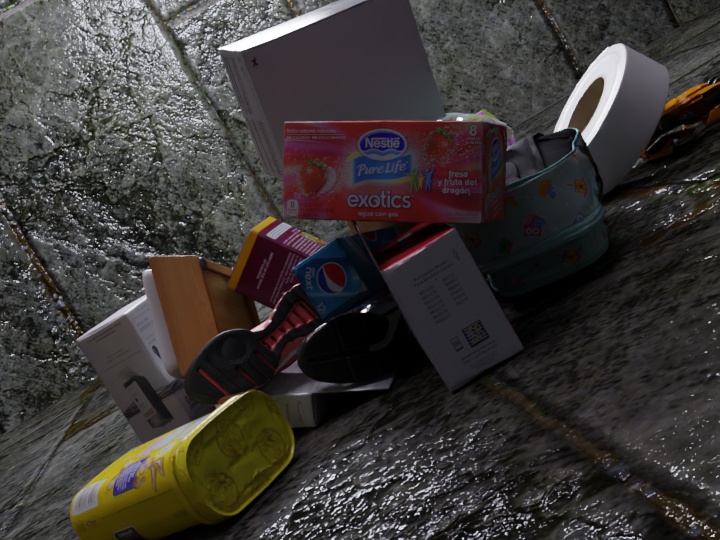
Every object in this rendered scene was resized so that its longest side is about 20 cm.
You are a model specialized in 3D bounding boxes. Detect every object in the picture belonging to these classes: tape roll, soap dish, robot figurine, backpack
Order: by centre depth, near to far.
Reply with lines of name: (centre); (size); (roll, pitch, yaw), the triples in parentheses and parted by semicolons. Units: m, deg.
backpack: (0.178, -0.060, 1.214); (0.175, 0.154, 0.200); (-22, 2, 15)
soap dish: (-0.191, 0.065, 1.446); (0.081, 0.158, 0.200); (-21, -14, 12)
tape roll: (0.334, -0.205, 1.537); (0.203, 0.071, 0.203); (-62, 9, 18)
robot figurine: (0.450, -0.212, 1.557); (0.200, 0.058, 0.145); (-29, 7, 5)

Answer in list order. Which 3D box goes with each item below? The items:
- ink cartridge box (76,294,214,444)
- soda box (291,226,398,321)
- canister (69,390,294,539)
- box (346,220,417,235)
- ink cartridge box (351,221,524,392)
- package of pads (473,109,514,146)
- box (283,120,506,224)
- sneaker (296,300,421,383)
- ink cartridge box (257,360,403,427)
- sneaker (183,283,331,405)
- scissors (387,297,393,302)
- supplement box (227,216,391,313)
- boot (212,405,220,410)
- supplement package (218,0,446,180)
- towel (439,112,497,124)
ink cartridge box: (-0.257, 0.137, 1.466); (0.085, 0.200, 0.146); (-28, 7, 17)
soda box: (0.000, 0.000, 1.267); (0.064, 0.068, 0.200); (-34, -6, 19)
canister: (-0.181, 0.207, 1.129); (0.200, 0.087, 0.148); (-27, 7, 37)
box: (0.038, -0.050, 1.394); (0.021, 0.164, 0.200); (-37, 38, -18)
ink cartridge box: (0.068, 0.007, 1.116); (0.084, 0.176, 0.200); (-30, 7, 0)
package of pads: (0.141, -0.095, 1.496); (0.154, 0.200, 0.068); (-32, 44, -19)
box: (0.035, -0.095, 1.089); (0.199, 0.095, 0.103); (3, 5, 21)
sneaker: (0.005, 0.080, 1.258); (0.200, 0.076, 0.115); (-18, 0, -28)
ink cartridge box: (-0.033, 0.124, 1.288); (0.173, 0.044, 0.200); (-3, 13, 12)
sneaker: (-0.107, 0.097, 1.238); (0.200, 0.074, 0.087); (-34, -21, -32)
scissors: (0.004, 0.054, 1.346); (0.199, 0.014, 0.073); (-8, -30, -2)
supplement box: (-0.056, 0.016, 1.459); (0.110, 0.199, 0.086); (-53, -13, -75)
boot: (-0.138, 0.159, 1.377); (0.075, 0.074, 0.200); (-24, 4, 0)
supplement package: (-0.031, -0.211, 1.270); (0.199, 0.156, 0.111); (-25, 18, -13)
towel: (0.041, -0.124, 1.265); (0.199, 0.048, 0.171); (-25, 15, -13)
